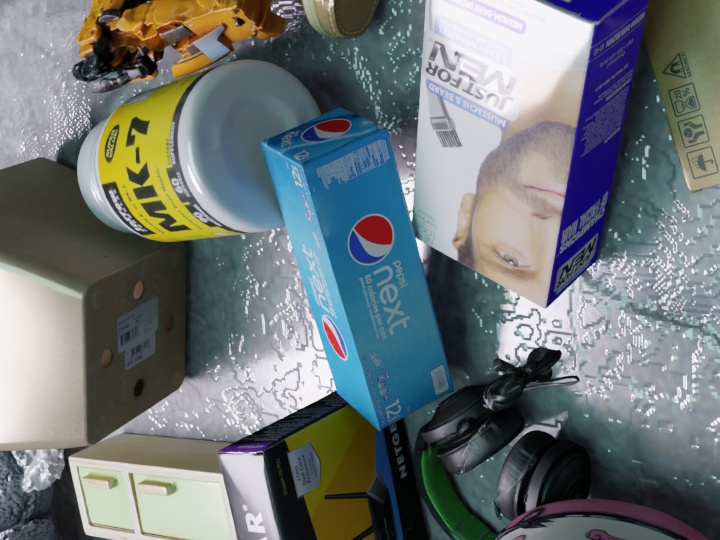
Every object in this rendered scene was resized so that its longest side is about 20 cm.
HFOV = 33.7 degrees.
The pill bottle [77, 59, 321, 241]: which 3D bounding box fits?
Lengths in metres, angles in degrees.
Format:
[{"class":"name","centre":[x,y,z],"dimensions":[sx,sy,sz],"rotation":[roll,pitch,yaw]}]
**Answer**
[{"class":"pill bottle","centre":[-0.122,-0.079,0.858],"dimensions":[0.199,0.114,0.115],"rotation":[-4,102,54]}]

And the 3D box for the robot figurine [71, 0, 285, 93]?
[{"class":"robot figurine","centre":[-0.131,-0.192,0.857],"dimensions":[0.199,0.058,0.146],"rotation":[-8,58,43]}]

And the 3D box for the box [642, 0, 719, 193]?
[{"class":"box","centre":[0.223,-0.157,0.635],"dimensions":[0.163,0.021,0.202],"rotation":[-15,94,40]}]

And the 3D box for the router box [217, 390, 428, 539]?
[{"class":"router box","centre":[-0.015,0.198,0.851],"dimensions":[0.051,0.149,0.202],"rotation":[-7,100,40]}]

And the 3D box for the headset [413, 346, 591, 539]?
[{"class":"headset","centre":[0.089,0.127,0.782],"dimensions":[0.123,0.094,0.201],"rotation":[38,135,23]}]

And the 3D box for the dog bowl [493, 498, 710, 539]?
[{"class":"dog bowl","centre":[0.152,0.224,0.734],"dimensions":[0.198,0.074,0.201],"rotation":[12,130,14]}]

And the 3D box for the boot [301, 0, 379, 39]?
[{"class":"boot","centre":[0.049,-0.216,0.728],"dimensions":[0.155,0.073,0.201],"rotation":[32,118,26]}]

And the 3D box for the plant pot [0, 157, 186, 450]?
[{"class":"plant pot","centre":[-0.251,0.038,0.975],"dimensions":[0.176,0.200,0.202],"rotation":[14,112,23]}]

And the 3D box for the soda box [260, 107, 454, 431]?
[{"class":"soda box","centre":[0.000,0.000,0.787],"dimensions":[0.068,0.064,0.201],"rotation":[34,144,56]}]

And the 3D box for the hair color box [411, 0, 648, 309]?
[{"class":"hair color box","centre":[0.093,-0.087,0.697],"dimensions":[0.109,0.065,0.201],"rotation":[30,141,28]}]

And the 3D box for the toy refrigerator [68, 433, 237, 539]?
[{"class":"toy refrigerator","centre":[-0.160,0.191,1.017],"dimensions":[0.199,0.070,0.077],"rotation":[-1,103,39]}]

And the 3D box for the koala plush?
[{"class":"koala plush","centre":[-0.346,0.234,1.145],"dimensions":[0.177,0.183,0.202],"rotation":[-4,80,51]}]
